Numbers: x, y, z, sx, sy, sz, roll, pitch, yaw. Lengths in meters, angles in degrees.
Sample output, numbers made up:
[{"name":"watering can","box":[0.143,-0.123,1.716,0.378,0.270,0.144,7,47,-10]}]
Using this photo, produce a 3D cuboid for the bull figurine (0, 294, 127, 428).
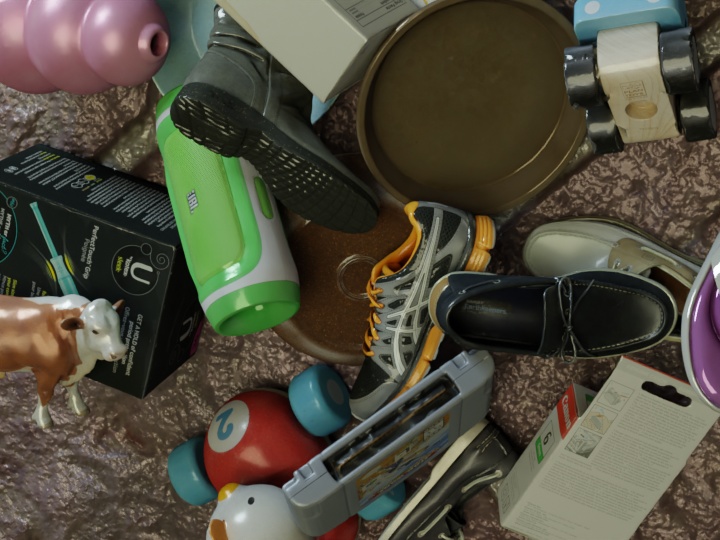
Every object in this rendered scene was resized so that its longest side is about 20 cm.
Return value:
[{"name":"bull figurine","box":[-0.284,0.067,1.357,0.197,0.065,0.123,11,112,15]}]

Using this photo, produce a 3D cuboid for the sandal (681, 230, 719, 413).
[{"name":"sandal","box":[0.303,0.010,1.237,0.081,0.050,0.205,18,78,-5]}]

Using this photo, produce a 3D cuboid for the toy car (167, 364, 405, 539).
[{"name":"toy car","box":[-0.090,0.210,1.399,0.183,0.200,0.178,-31,95,23]}]

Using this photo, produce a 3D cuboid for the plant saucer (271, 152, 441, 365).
[{"name":"plant saucer","box":[0.000,0.000,1.358,0.197,0.037,0.203,-1,115,-3]}]

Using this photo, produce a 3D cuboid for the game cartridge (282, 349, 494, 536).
[{"name":"game cartridge","box":[0.027,0.145,1.316,0.199,0.133,0.042,-35,68,-10]}]

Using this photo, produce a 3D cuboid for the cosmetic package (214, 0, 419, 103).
[{"name":"cosmetic package","box":[-0.061,-0.236,1.259,0.200,0.103,0.073,45,125,6]}]

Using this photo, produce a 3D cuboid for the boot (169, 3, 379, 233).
[{"name":"boot","box":[-0.049,-0.130,1.289,0.199,0.132,0.068,34,144,-14]}]

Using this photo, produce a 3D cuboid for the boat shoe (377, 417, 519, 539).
[{"name":"boat shoe","box":[0.069,0.221,1.420,0.063,0.073,0.201,38,109,7]}]

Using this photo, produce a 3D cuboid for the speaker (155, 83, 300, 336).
[{"name":"speaker","box":[-0.110,-0.053,1.310,0.088,0.088,0.202,-25,70,23]}]

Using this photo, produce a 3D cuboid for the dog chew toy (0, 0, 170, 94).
[{"name":"dog chew toy","box":[-0.240,-0.205,1.349,0.198,0.124,0.126,15,111,35]}]

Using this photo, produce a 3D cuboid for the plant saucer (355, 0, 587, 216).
[{"name":"plant saucer","box":[0.091,-0.136,1.283,0.197,0.030,0.202,-6,122,-9]}]

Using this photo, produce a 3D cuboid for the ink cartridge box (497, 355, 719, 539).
[{"name":"ink cartridge box","box":[0.208,0.150,1.334,0.108,0.051,0.201,22,120,-14]}]

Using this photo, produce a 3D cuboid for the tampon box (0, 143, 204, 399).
[{"name":"tampon box","box":[-0.242,-0.004,1.426,0.198,0.126,0.152,20,112,11]}]

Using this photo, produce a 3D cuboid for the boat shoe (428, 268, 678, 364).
[{"name":"boat shoe","box":[0.152,0.037,1.250,0.197,0.062,0.076,4,104,-1]}]

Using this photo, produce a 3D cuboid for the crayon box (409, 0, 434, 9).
[{"name":"crayon box","box":[0.030,-0.291,1.290,0.125,0.052,0.201,-29,96,24]}]

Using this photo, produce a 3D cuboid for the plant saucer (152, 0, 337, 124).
[{"name":"plant saucer","box":[-0.094,-0.211,1.363,0.198,0.039,0.204,5,108,16]}]

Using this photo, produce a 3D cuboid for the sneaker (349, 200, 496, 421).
[{"name":"sneaker","box":[0.035,0.031,1.317,0.077,0.078,0.202,25,101,-14]}]

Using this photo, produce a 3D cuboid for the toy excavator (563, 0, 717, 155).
[{"name":"toy excavator","box":[0.208,-0.219,1.232,0.099,0.202,0.195,-8,148,19]}]

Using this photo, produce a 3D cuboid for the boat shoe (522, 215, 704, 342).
[{"name":"boat shoe","box":[0.225,0.008,1.305,0.198,0.068,0.076,16,110,14]}]
